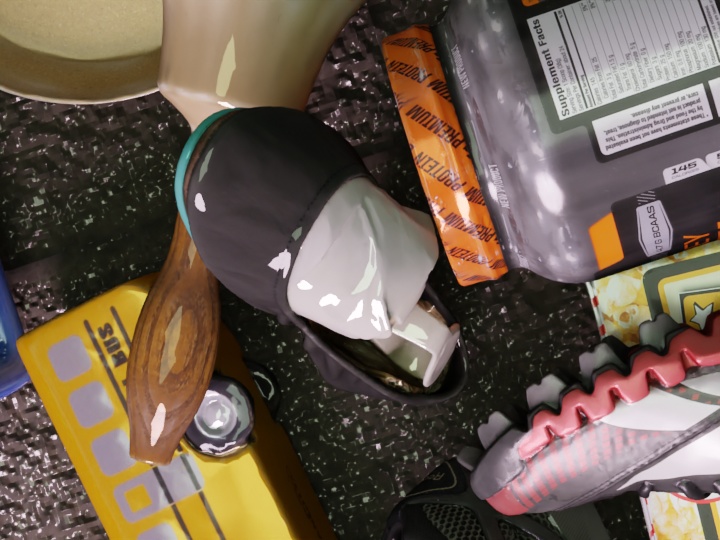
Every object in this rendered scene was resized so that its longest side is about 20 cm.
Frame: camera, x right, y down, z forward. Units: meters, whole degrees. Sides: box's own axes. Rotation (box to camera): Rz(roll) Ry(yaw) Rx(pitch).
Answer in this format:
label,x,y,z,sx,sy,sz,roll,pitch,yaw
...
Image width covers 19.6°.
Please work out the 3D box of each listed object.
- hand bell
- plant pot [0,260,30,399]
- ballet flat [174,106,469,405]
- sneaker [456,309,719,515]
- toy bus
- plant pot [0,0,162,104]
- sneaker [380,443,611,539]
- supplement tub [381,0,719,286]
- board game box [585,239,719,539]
label,x,y,z,sx,sy,sz,roll,pitch,yaw
hand bell,-0.056,-0.027,0.772,0.103,0.104,0.202,14,95,7
plant pot,-0.268,-0.007,0.783,0.178,0.200,0.202,-17,93,24
ballet flat,0.000,0.000,0.751,0.068,0.200,0.068,26,81,25
sneaker,0.136,0.055,0.748,0.199,0.071,0.099,-24,88,8
toy bus,-0.055,0.099,0.828,0.078,0.065,0.201,-26,90,9
plant pot,-0.110,-0.168,0.838,0.198,0.027,0.202,1,95,8
sneaker,0.069,0.165,0.778,0.200,0.114,0.076,59,144,9
supplement tub,0.115,-0.070,0.759,0.198,0.123,0.124,-18,91,6
board game box,0.198,0.046,0.798,0.198,0.046,0.153,-13,92,9
